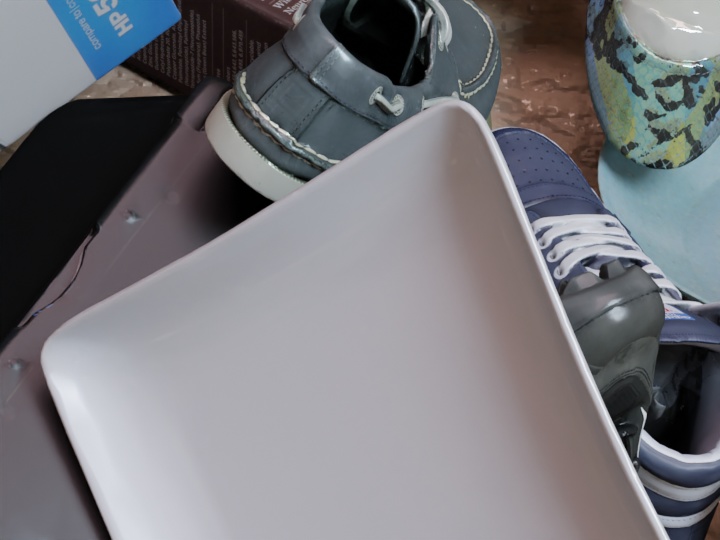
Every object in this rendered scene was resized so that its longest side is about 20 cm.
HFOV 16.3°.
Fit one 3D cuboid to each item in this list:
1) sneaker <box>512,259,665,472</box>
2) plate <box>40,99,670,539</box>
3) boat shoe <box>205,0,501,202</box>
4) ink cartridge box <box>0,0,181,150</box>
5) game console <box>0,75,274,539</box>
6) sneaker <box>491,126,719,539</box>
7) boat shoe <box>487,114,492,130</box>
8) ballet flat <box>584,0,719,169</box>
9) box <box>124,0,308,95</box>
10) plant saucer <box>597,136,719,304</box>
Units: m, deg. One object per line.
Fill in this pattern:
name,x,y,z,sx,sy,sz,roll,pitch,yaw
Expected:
sneaker,0.067,0.078,0.817,0.066,0.200,0.091,-21,63,-32
plate,0.007,0.075,0.775,0.032,0.199,0.201,-16,80,-53
boat shoe,0.014,-0.076,0.914,0.073,0.062,0.200,41,28,9
ink cartridge box,-0.197,-0.106,1.012,0.200,0.084,0.146,-37,52,-7
game console,-0.092,0.038,0.911,0.175,0.116,0.200,35,67,2
sneaker,0.089,0.010,0.910,0.070,0.109,0.201,-8,60,-15
boat shoe,0.000,0.000,0.982,0.068,0.075,0.201,-6,43,24
ballet flat,0.136,-0.140,1.026,0.074,0.074,0.201,9,66,6
box,-0.067,-0.138,1.114,0.199,0.075,0.100,28,49,25
plant saucer,0.195,-0.020,1.022,0.199,0.039,0.202,0,37,0
